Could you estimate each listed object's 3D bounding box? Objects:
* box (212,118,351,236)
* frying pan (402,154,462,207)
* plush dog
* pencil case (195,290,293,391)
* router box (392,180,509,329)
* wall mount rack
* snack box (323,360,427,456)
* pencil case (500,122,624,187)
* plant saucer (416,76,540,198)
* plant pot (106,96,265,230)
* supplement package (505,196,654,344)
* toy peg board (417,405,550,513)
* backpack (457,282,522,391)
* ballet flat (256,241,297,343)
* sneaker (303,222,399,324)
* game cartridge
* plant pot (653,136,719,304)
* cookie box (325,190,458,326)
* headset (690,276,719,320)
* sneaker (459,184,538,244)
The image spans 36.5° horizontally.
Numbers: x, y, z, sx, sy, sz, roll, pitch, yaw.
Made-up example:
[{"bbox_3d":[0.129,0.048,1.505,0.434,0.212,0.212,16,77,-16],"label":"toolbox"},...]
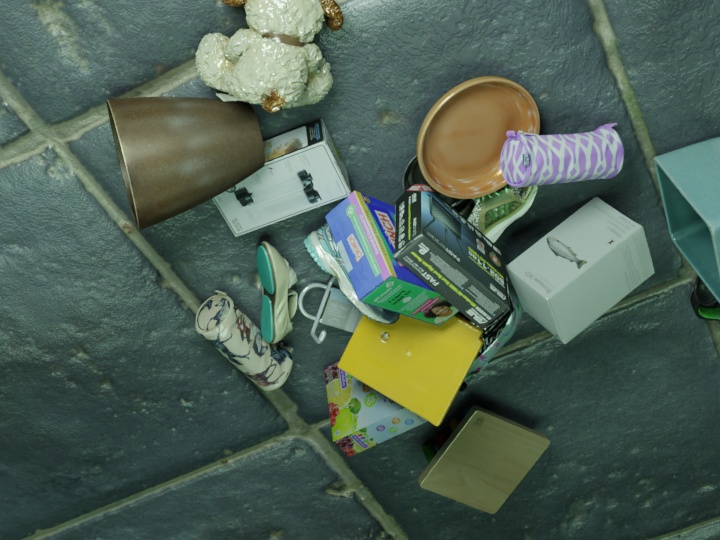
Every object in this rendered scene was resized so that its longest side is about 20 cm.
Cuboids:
[{"bbox_3d":[-0.125,-0.140,1.670,0.198,0.060,0.117,-20,132,11],"label":"box"},{"bbox_3d":[0.121,-0.178,1.689,0.114,0.031,0.192,-4,122,-8],"label":"frying pan"},{"bbox_3d":[-0.114,-0.311,1.472,0.198,0.161,0.173,8,108,-14],"label":"plush dog"},{"bbox_3d":[-0.200,0.121,1.893,0.077,0.090,0.200,-6,141,38],"label":"pencil case"},{"bbox_3d":[0.140,-0.025,1.680,0.200,0.150,0.062,38,120,-23],"label":"router box"},{"bbox_3d":[0.002,0.053,1.864,0.198,0.075,0.175,17,98,-23],"label":"wall mount rack"},{"bbox_3d":[0.039,0.213,1.946,0.199,0.170,0.068,-27,134,16],"label":"snack box"},{"bbox_3d":[0.303,-0.174,1.651,0.198,0.086,0.084,-6,179,-28],"label":"pencil case"},{"bbox_3d":[0.174,-0.202,1.643,0.198,0.038,0.202,-11,128,-15],"label":"plant saucer"},{"bbox_3d":[-0.244,-0.172,1.565,0.198,0.188,0.188,-14,135,-14],"label":"plant pot"},{"bbox_3d":[0.358,-0.002,1.777,0.199,0.117,0.118,-37,133,-9],"label":"supplement package"},{"bbox_3d":[0.233,0.354,2.173,0.199,0.098,0.200,25,109,-28],"label":"toy peg board"},{"bbox_3d":[0.179,0.090,1.855,0.200,0.167,0.126,-44,167,13],"label":"backpack"},{"bbox_3d":[-0.136,0.031,1.830,0.069,0.070,0.201,-2,126,-6],"label":"ballet flat"},{"bbox_3d":[0.000,0.000,1.760,0.086,0.078,0.200,-43,90,12],"label":"sneaker"},{"bbox_3d":[0.085,0.131,1.804,0.199,0.032,0.177,30,99,12],"label":"game cartridge"},{"bbox_3d":[0.609,-0.100,1.728,0.199,0.197,0.197,-25,132,2],"label":"plant pot"},{"bbox_3d":[0.059,-0.017,1.700,0.075,0.172,0.199,-41,143,27],"label":"cookie box"},{"bbox_3d":[0.654,0.037,1.917,0.122,0.095,0.201,-8,145,0],"label":"headset"},{"bbox_3d":[0.212,-0.115,1.736,0.088,0.077,0.200,28,122,-19],"label":"sneaker"}]
